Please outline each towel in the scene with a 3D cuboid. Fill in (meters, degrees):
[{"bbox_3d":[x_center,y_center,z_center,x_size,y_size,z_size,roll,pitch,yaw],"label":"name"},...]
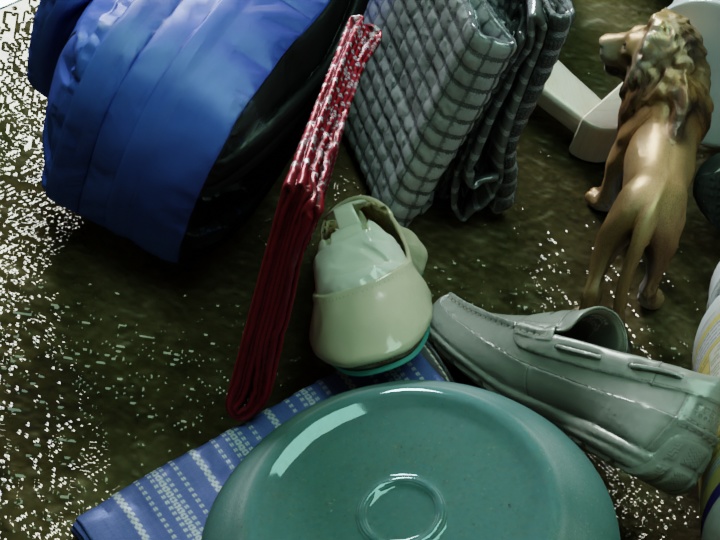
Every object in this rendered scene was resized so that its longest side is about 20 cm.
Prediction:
[{"bbox_3d":[-0.024,0.125,1.064,0.200,0.024,0.145,-28,52,-16],"label":"towel"},{"bbox_3d":[-0.028,-0.030,1.139,0.022,0.145,0.200,17,33,0],"label":"towel"},{"bbox_3d":[0.050,-0.145,1.307,0.085,0.166,0.200,1,45,-26],"label":"towel"}]

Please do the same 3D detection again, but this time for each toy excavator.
[{"bbox_3d":[0.102,-0.175,1.422,0.194,0.100,0.200,19,57,0],"label":"toy excavator"}]

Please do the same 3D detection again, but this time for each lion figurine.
[{"bbox_3d":[0.168,-0.053,1.280,0.072,0.123,0.200,11,44,-8],"label":"lion figurine"}]

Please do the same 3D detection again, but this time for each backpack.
[{"bbox_3d":[-0.103,-0.111,1.228,0.168,0.163,0.200,24,52,4],"label":"backpack"}]

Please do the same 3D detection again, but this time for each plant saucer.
[{"bbox_3d":[0.020,0.121,1.023,0.200,0.036,0.200,-4,48,4],"label":"plant saucer"}]

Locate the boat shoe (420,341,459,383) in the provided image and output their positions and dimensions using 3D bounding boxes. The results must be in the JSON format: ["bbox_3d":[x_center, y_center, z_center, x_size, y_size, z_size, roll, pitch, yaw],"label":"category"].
[{"bbox_3d":[0.044,0.093,1.134,0.073,0.063,0.200,-1,46,-19],"label":"boat shoe"}]

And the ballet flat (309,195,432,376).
[{"bbox_3d":[0.000,0.000,1.160,0.069,0.070,0.200,15,12,-4],"label":"ballet flat"}]

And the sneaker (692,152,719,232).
[{"bbox_3d":[0.286,-0.057,1.375,0.200,0.074,0.080,-3,32,-27],"label":"sneaker"}]

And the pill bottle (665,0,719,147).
[{"bbox_3d":[0.263,-0.154,1.405,0.113,0.113,0.200,34,37,17],"label":"pill bottle"}]

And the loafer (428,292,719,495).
[{"bbox_3d":[0.112,0.050,1.157,0.200,0.070,0.070,29,-1,43],"label":"loafer"}]

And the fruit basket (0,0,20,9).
[{"bbox_3d":[-0.322,-0.176,1.290,0.185,0.094,0.200,-21,40,-35],"label":"fruit basket"}]

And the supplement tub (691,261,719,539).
[{"bbox_3d":[0.247,0.081,1.153,0.145,0.146,0.200,12,44,-6],"label":"supplement tub"}]
